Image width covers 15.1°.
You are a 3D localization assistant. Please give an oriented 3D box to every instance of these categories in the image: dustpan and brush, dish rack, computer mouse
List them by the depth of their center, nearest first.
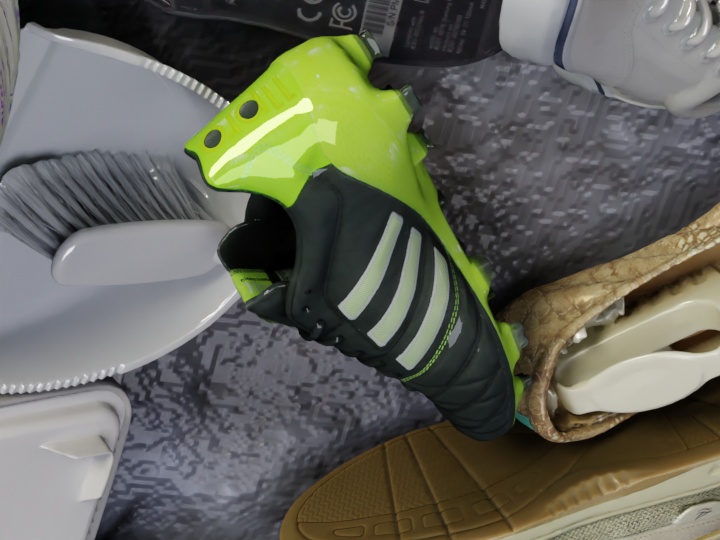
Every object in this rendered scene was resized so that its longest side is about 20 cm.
[{"bbox_3d":[-0.034,-0.139,0.869,0.199,0.046,0.141,5,127,-4],"label":"computer mouse"},{"bbox_3d":[-0.058,-0.011,0.937,0.200,0.057,0.140,-2,129,-49],"label":"dustpan and brush"},{"bbox_3d":[-0.164,0.117,0.974,0.171,0.044,0.200,-10,132,-40],"label":"dish rack"}]

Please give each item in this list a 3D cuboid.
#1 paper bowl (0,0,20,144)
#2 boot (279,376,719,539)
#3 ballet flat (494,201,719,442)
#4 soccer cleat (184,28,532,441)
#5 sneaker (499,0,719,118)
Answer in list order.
[{"bbox_3d":[-0.201,-0.076,0.813,0.200,0.104,0.201,5,136,5],"label":"paper bowl"},{"bbox_3d":[0.076,0.128,1.063,0.200,0.072,0.155,-15,128,-6],"label":"boot"},{"bbox_3d":[0.141,0.010,0.998,0.200,0.065,0.071,-29,125,7],"label":"ballet flat"},{"bbox_3d":[0.000,0.000,0.927,0.081,0.068,0.200,-32,137,-3],"label":"soccer cleat"},{"bbox_3d":[0.091,-0.091,0.851,0.071,0.200,0.073,13,91,14],"label":"sneaker"}]
